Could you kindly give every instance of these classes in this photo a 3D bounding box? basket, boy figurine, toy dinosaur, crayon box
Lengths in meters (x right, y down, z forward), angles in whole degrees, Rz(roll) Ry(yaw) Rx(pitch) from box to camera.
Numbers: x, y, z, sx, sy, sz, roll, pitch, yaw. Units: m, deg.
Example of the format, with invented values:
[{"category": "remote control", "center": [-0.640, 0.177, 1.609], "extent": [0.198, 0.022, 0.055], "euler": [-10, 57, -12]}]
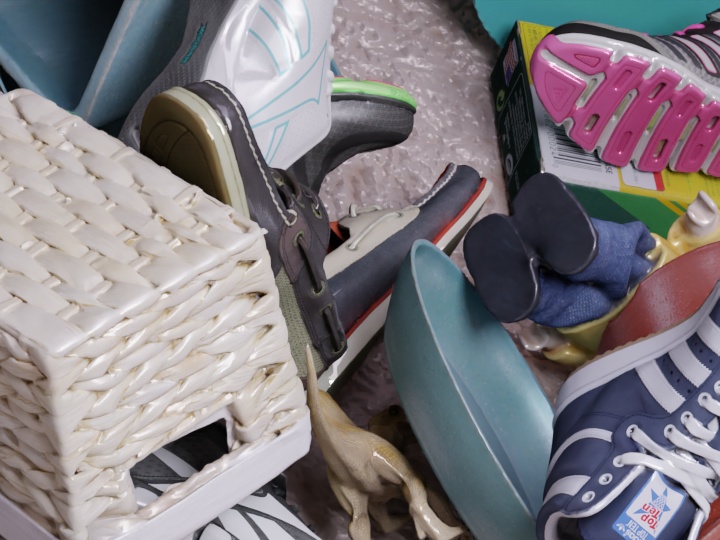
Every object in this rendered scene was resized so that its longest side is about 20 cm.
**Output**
[{"category": "basket", "center": [-0.135, 0.022, 1.215], "extent": [0.135, 0.124, 0.199], "euler": [-31, 41, -30]}, {"category": "boy figurine", "center": [0.141, 0.003, 1.421], "extent": [0.199, 0.124, 0.065], "euler": [13, 42, -53]}, {"category": "toy dinosaur", "center": [0.002, 0.094, 1.283], "extent": [0.101, 0.058, 0.200], "euler": [57, 8, 15]}, {"category": "crayon box", "center": [0.178, -0.065, 1.566], "extent": [0.198, 0.051, 0.128], "euler": [10, 45, -15]}]

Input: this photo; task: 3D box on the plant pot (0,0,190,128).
[{"category": "plant pot", "center": [-0.104, -0.220, 1.455], "extent": [0.199, 0.196, 0.196], "euler": [-19, 57, -46]}]

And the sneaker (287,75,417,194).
[{"category": "sneaker", "center": [-0.058, -0.035, 1.387], "extent": [0.199, 0.077, 0.084], "euler": [-27, 87, -14]}]

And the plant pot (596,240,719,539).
[{"category": "plant pot", "center": [0.204, 0.099, 1.326], "extent": [0.199, 0.202, 0.196], "euler": [7, 37, -18]}]

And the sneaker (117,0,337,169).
[{"category": "sneaker", "center": [-0.045, -0.105, 1.336], "extent": [0.080, 0.070, 0.201], "euler": [35, 73, -29]}]

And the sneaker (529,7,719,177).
[{"category": "sneaker", "center": [0.178, -0.104, 1.516], "extent": [0.199, 0.074, 0.088], "euler": [12, 45, -21]}]

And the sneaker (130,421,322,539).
[{"category": "sneaker", "center": [-0.056, 0.114, 1.264], "extent": [0.199, 0.067, 0.091], "euler": [24, 51, 2]}]

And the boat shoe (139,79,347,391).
[{"category": "boat shoe", "center": [-0.047, -0.017, 1.260], "extent": [0.066, 0.202, 0.072], "euler": [-35, 50, -21]}]

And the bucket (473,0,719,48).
[{"category": "bucket", "center": [0.145, -0.217, 1.599], "extent": [0.206, 0.208, 0.136], "euler": [9, 49, -17]}]

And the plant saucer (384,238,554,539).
[{"category": "plant saucer", "center": [0.062, 0.081, 1.314], "extent": [0.201, 0.036, 0.200], "euler": [56, 12, -18]}]

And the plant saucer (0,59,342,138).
[{"category": "plant saucer", "center": [-0.103, -0.097, 1.486], "extent": [0.199, 0.028, 0.201], "euler": [13, 44, -12]}]

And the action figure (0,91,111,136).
[{"category": "action figure", "center": [-0.210, -0.062, 1.340], "extent": [0.198, 0.055, 0.119], "euler": [5, 54, 9]}]

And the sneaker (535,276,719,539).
[{"category": "sneaker", "center": [0.150, 0.065, 1.179], "extent": [0.070, 0.200, 0.109], "euler": [38, 44, -18]}]

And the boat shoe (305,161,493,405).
[{"category": "boat shoe", "center": [0.000, 0.000, 1.408], "extent": [0.062, 0.071, 0.200], "euler": [37, 50, 7]}]
